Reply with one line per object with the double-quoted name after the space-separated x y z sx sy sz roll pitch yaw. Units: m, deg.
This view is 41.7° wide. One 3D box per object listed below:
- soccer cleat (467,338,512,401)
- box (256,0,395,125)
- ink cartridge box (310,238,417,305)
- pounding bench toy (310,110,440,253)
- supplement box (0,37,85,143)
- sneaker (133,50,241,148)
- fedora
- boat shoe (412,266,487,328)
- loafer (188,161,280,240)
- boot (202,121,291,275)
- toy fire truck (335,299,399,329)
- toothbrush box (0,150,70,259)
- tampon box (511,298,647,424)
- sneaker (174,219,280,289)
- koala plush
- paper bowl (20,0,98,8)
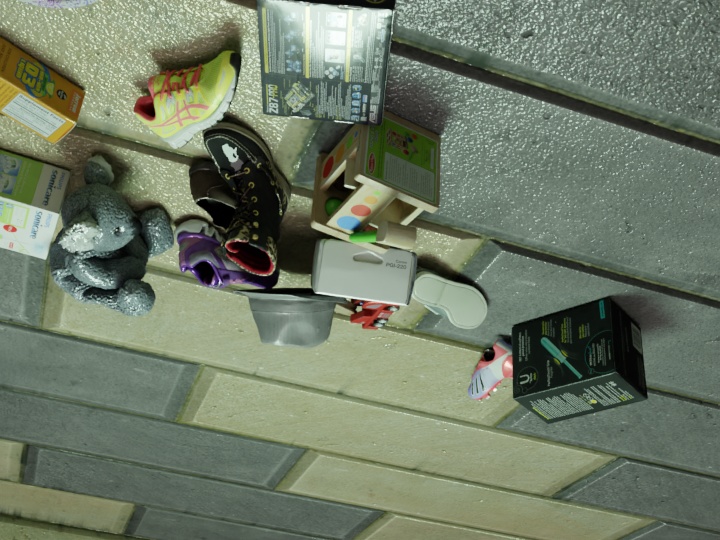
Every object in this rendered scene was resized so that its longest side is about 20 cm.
0.252 0.192 1.832 0.076 0.067 0.200 42 148 1 "soccer cleat"
-0.043 -0.265 1.159 0.160 0.049 0.200 3 148 -1 "box"
0.000 0.000 1.448 0.145 0.085 0.200 8 179 -5 "ink cartridge box"
0.014 -0.088 1.285 0.124 0.201 0.156 20 144 -23 "pounding bench toy"
-0.460 -0.250 1.223 0.069 0.067 0.200 -25 138 34 "supplement box"
-0.226 -0.227 1.216 0.090 0.079 0.200 29 141 -29 "sneaker"
-0.112 0.077 1.528 0.176 0.091 0.200 3 -177 23 "fedora"
0.143 0.041 1.620 0.199 0.073 0.062 26 -174 -40 "boat shoe"
-0.197 -0.083 1.442 0.073 0.071 0.200 -16 142 29 "loafer"
-0.165 -0.099 1.337 0.073 0.151 0.200 -8 145 20 "boot"
-0.020 0.063 1.645 0.140 0.049 0.200 5 158 -14 "toy fire truck"
-0.558 -0.111 1.435 0.199 0.087 0.146 16 146 -19 "toothbrush box"
0.384 0.164 1.674 0.199 0.151 0.126 -21 139 35 "tampon box"
-0.222 -0.003 1.554 0.199 0.089 0.080 27 140 -34 "sneaker"
-0.393 -0.056 1.418 0.182 0.178 0.200 8 148 2 "koala plush"
-0.326 -0.379 0.967 0.199 0.105 0.201 4 148 2 "paper bowl"
